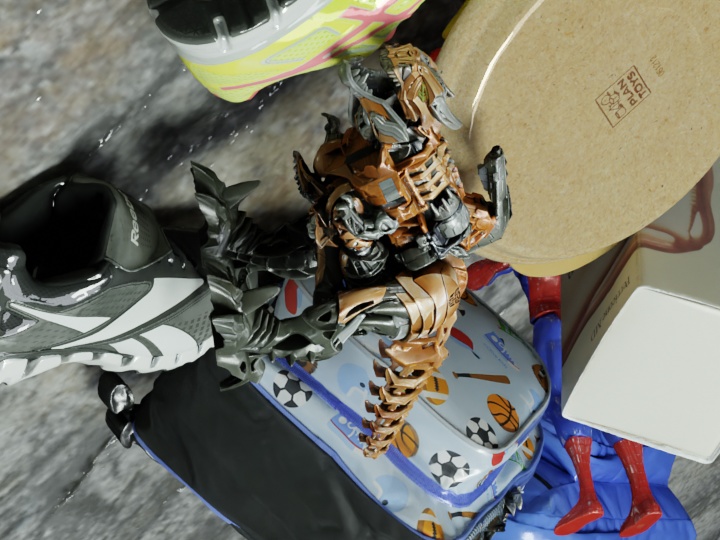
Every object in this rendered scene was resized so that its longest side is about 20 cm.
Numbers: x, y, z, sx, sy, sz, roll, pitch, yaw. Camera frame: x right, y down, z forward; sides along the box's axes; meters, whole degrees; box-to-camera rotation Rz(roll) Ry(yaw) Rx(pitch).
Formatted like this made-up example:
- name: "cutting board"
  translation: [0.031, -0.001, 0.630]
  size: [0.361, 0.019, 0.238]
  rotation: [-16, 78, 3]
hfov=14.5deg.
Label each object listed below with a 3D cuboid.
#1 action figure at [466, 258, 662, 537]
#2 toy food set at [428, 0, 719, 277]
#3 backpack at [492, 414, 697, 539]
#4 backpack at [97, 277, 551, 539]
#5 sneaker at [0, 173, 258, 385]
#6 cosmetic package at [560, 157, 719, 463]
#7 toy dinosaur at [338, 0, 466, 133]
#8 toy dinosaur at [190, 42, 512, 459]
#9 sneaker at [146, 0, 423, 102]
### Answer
- name: "action figure"
  translation: [0.093, 0.051, 1.494]
  size: [0.065, 0.201, 0.099]
  rotation: [6, 152, -32]
- name: "toy food set"
  translation: [0.106, -0.090, 1.268]
  size: [0.200, 0.049, 0.198]
  rotation: [27, 104, -47]
- name: "backpack"
  translation: [0.083, 0.146, 1.651]
  size: [0.199, 0.162, 0.169]
  rotation: [-2, 106, -54]
- name: "backpack"
  translation: [0.002, 0.073, 1.394]
  size: [0.154, 0.200, 0.190]
  rotation: [-46, 174, 18]
- name: "sneaker"
  translation: [-0.109, -0.001, 1.238]
  size: [0.199, 0.067, 0.091]
  rotation: [-9, 143, -46]
- name: "cosmetic package"
  translation: [0.156, -0.016, 1.431]
  size: [0.087, 0.201, 0.104]
  rotation: [17, 130, -13]
- name: "toy dinosaur"
  translation: [0.043, -0.055, 1.378]
  size: [0.106, 0.060, 0.200]
  rotation: [-31, 153, -25]
- name: "toy dinosaur"
  translation: [0.000, 0.000, 1.211]
  size: [0.135, 0.102, 0.201]
  rotation: [-7, 106, -5]
- name: "sneaker"
  translation: [0.005, -0.135, 1.184]
  size: [0.199, 0.078, 0.090]
  rotation: [-25, 153, -8]
